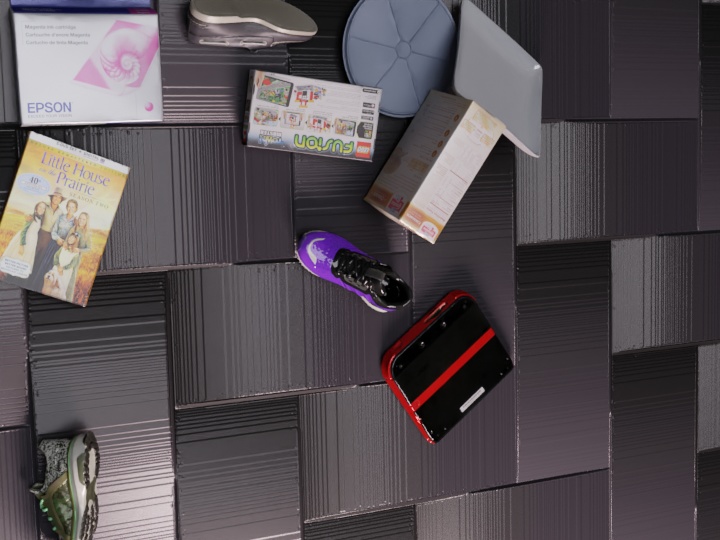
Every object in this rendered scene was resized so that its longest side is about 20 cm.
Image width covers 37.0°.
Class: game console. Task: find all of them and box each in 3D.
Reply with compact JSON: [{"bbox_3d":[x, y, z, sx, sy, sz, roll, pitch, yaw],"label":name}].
[{"bbox_3d":[0.141,0.152,1.737,0.199,0.031,0.178,-41,114,-16],"label":"game console"}]

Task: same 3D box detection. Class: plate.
[{"bbox_3d":[0.210,-0.296,1.674,0.199,0.032,0.202,33,49,-31],"label":"plate"}]

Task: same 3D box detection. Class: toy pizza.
[{"bbox_3d":[0.061,-0.338,1.648,0.197,0.032,0.204,-3,99,-22],"label":"toy pizza"}]

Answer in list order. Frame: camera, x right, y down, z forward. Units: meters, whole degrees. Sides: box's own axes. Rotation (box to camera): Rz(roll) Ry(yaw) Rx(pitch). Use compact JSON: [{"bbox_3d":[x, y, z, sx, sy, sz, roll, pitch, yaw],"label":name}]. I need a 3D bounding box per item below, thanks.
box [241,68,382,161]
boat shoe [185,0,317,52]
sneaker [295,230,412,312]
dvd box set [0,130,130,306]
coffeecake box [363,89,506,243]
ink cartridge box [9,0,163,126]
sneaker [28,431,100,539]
[{"bbox_3d":[-0.071,-0.227,1.580,0.197,0.035,0.112,5,99,-20],"label":"box"},{"bbox_3d":[-0.158,-0.349,1.544,0.197,0.073,0.063,0,138,-30],"label":"boat shoe"},{"bbox_3d":[0.000,0.000,1.613,0.198,0.099,0.070,30,80,-25],"label":"sneaker"},{"bbox_3d":[-0.410,-0.069,1.455,0.144,0.029,0.203,20,87,-25],"label":"dvd box set"},{"bbox_3d":[0.107,-0.158,1.603,0.073,0.153,0.202,31,92,-25],"label":"coffeecake box"},{"bbox_3d":[-0.368,-0.299,1.449,0.193,0.043,0.204,-6,99,-24],"label":"ink cartridge box"},{"bbox_3d":[-0.412,0.318,1.483,0.087,0.077,0.204,6,94,6],"label":"sneaker"}]
